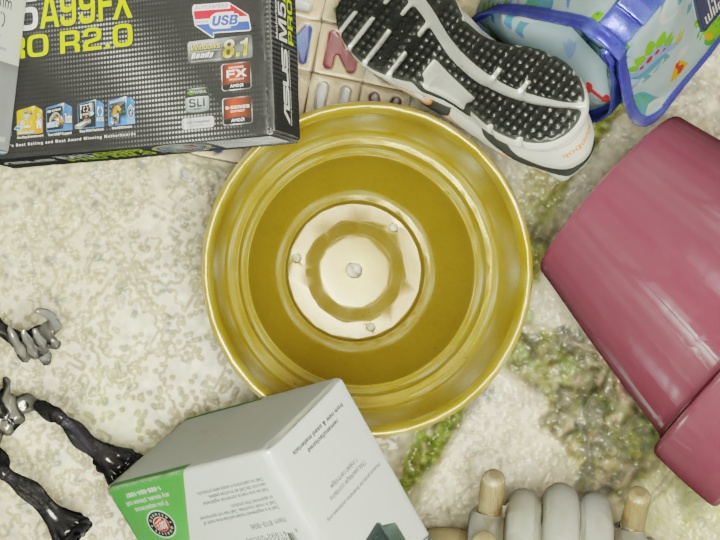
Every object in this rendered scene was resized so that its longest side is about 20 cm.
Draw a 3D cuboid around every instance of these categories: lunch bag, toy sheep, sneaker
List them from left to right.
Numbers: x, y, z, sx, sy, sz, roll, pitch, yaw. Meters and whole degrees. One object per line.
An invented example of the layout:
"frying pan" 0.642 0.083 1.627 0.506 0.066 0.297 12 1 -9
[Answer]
"sneaker" 0.062 -0.117 1.081 0.074 0.080 0.200 -47 59 -3
"toy sheep" 0.123 0.192 1.082 0.199 0.138 0.138 9 88 6
"lunch bag" 0.172 -0.182 1.057 0.127 0.200 0.170 40 85 -4

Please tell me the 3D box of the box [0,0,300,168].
"box" -0.137 -0.149 1.054 0.199 0.044 0.161 -3 87 20

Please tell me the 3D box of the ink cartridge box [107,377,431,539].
"ink cartridge box" -0.033 0.178 1.038 0.083 0.146 0.200 -42 108 -46

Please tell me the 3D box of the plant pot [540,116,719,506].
"plant pot" 0.215 0.012 1.075 0.179 0.200 0.200 43 85 11

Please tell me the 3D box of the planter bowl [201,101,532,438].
"planter bowl" 0.000 0.000 1.094 0.199 0.083 0.201 0 89 -7

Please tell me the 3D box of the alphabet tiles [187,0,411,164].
"alphabet tiles" -0.061 -0.149 1.127 0.199 0.008 0.168 11 88 -6

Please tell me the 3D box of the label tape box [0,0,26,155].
"label tape box" -0.272 -0.176 1.048 0.143 0.066 0.201 6 91 19

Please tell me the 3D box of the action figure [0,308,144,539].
"action figure" -0.222 0.072 1.058 0.200 0.102 0.119 42 71 -5
